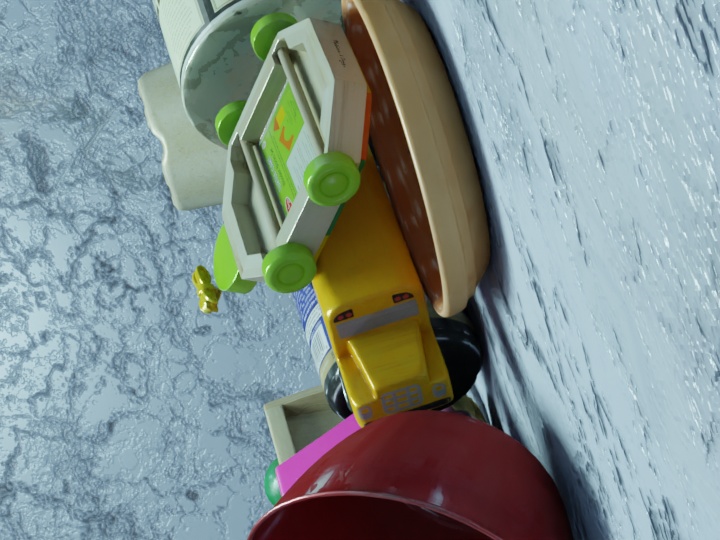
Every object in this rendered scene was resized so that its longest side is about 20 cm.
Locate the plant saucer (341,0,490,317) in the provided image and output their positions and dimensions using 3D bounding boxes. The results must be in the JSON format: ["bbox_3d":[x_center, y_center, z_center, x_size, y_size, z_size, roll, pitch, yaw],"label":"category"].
[{"bbox_3d":[0.035,-0.073,1.023,0.200,0.037,0.201,163,90,-86],"label":"plant saucer"}]

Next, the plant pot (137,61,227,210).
[{"bbox_3d":[-0.105,-0.143,1.648,0.200,0.182,0.202,162,90,-86],"label":"plant pot"}]

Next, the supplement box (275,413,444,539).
[{"bbox_3d":[0.043,0.194,1.164,0.200,0.103,0.101,50,-173,-28],"label":"supplement box"}]

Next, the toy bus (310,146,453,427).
[{"bbox_3d":[0.000,0.000,1.100,0.079,0.065,0.201,76,176,-47],"label":"toy bus"}]

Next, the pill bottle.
[{"bbox_3d":[0.004,0.000,1.222,0.112,0.111,0.201,78,173,-56],"label":"pill bottle"}]

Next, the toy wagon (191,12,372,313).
[{"bbox_3d":[-0.053,-0.056,1.082,0.201,0.039,0.156,-63,31,34],"label":"toy wagon"}]

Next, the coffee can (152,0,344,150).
[{"bbox_3d":[-0.076,-0.201,1.233,0.147,0.145,0.201,77,174,-52],"label":"coffee can"}]

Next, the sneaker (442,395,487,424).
[{"bbox_3d":[0.070,0.185,1.262,0.075,0.090,0.201,-115,8,-64],"label":"sneaker"}]

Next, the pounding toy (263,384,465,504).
[{"bbox_3d":[-0.001,0.177,1.435,0.184,0.199,0.143,-118,10,-71],"label":"pounding toy"}]

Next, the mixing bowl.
[{"bbox_3d":[0.043,0.153,1.007,0.201,0.199,0.109,76,-153,-42],"label":"mixing bowl"}]
